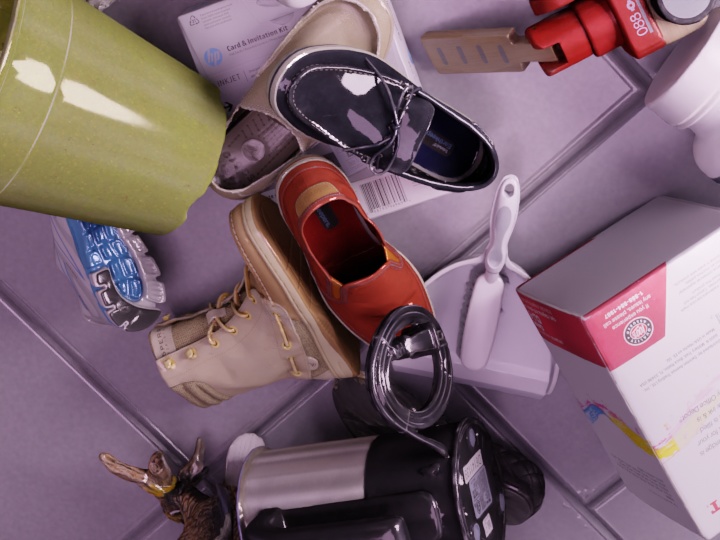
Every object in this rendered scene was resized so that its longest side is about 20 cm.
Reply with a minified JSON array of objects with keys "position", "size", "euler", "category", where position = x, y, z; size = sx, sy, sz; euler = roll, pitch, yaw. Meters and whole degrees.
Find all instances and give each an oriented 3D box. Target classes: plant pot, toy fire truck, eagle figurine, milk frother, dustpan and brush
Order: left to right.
[{"position":[-0.207,-0.112,1.170],"size":[0.190,0.200,0.200],"euler":[21,114,-31],"category":"plant pot"},{"position":[-0.119,0.241,1.317],"size":[0.152,0.200,0.151],"euler":[-4,126,-34],"category":"eagle figurine"},{"position":[-0.005,0.140,1.256],"size":[0.188,0.180,0.200],"euler":[-10,80,21],"category":"milk frother"},{"position":[0.101,0.012,1.275],"size":[0.139,0.057,0.200],"euler":[11,111,3],"category":"dustpan and brush"},{"position":[0.129,-0.220,1.168],"size":[0.200,0.129,0.176],"euler":[-28,105,5],"category":"toy fire truck"}]

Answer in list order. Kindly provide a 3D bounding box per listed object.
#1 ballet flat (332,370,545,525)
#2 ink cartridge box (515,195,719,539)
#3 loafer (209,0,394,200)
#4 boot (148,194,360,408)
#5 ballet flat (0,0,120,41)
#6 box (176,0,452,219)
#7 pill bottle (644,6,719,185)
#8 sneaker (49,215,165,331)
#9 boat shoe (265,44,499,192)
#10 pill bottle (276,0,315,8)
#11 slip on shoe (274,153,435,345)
[{"position":[0.063,0.145,1.344],"size":[0.200,0.057,0.066],"euler":[33,120,1],"category":"ballet flat"},{"position":[0.242,0.069,1.214],"size":[0.145,0.145,0.200],"euler":[-32,104,-9],"category":"ink cartridge box"},{"position":[-0.047,-0.124,1.197],"size":[0.076,0.068,0.200],"euler":[36,110,-7],"category":"loafer"},{"position":[-0.102,0.031,1.278],"size":[0.155,0.073,0.200],"euler":[-14,139,15],"category":"boot"},{"position":[-0.240,-0.209,1.235],"size":[0.200,0.072,0.072],"euler":[-34,103,16],"category":"ballet flat"},{"position":[-0.033,-0.132,1.250],"size":[0.156,0.041,0.200],"euler":[-18,108,12],"category":"box"},{"position":[0.314,-0.099,1.178],"size":[0.200,0.120,0.120],"euler":[36,110,-7],"category":"pill bottle"},{"position":[-0.226,-0.045,1.294],"size":[0.087,0.075,0.200],"euler":[-8,97,49],"category":"sneaker"},{"position":[0.022,-0.107,1.166],"size":[0.200,0.062,0.075],"euler":[22,101,-34],"category":"boat shoe"},{"position":[-0.098,-0.283,1.153],"size":[0.200,0.112,0.113],"euler":[34,111,10],"category":"pill bottle"},{"position":[0.000,0.000,1.218],"size":[0.074,0.061,0.200],"euler":[-31,126,1],"category":"slip on shoe"}]
